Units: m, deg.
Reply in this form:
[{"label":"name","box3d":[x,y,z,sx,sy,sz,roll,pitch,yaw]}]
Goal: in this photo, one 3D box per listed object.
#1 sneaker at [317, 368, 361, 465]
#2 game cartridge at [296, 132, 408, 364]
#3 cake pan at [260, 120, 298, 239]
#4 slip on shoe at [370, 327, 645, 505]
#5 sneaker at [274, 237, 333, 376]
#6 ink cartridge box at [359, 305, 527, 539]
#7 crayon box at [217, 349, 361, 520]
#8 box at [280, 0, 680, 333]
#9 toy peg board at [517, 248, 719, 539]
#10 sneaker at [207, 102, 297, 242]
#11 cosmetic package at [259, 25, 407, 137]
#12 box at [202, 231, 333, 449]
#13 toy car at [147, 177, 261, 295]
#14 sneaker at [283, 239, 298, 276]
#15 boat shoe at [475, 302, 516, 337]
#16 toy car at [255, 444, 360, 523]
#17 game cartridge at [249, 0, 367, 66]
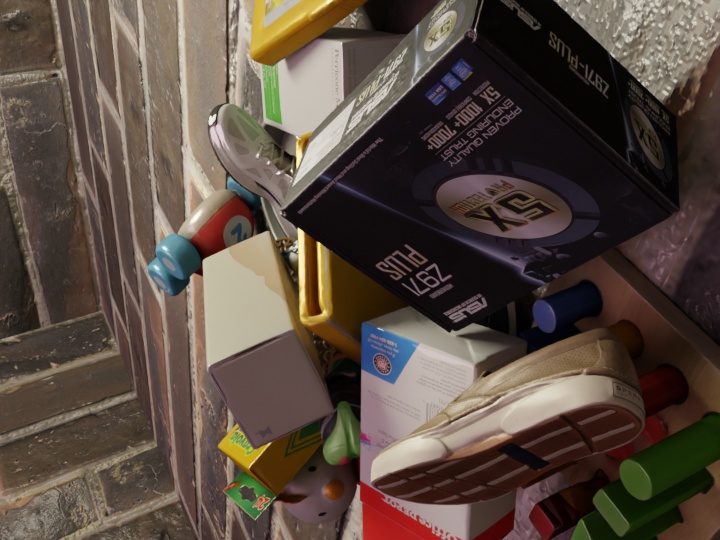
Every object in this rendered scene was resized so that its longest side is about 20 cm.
[{"label":"sneaker","box3d":[-0.006,0.137,0.725,0.200,0.075,0.085,108,151,-79]},{"label":"game cartridge","box3d":[0.000,0.000,0.684,0.200,0.032,0.179,47,-146,-57]},{"label":"cake pan","box3d":[-0.082,-0.104,0.979,0.200,0.036,0.203,41,139,48]},{"label":"slip on shoe","box3d":[0.086,0.098,0.485,0.199,0.075,0.061,-36,35,38]},{"label":"sneaker","box3d":[-0.069,0.071,0.842,0.090,0.066,0.203,95,165,-66]},{"label":"ink cartridge box","box3d":[0.061,0.142,0.593,0.115,0.067,0.204,17,113,43]},{"label":"crayon box","box3d":[-0.086,0.177,0.862,0.051,0.200,0.126,48,159,-18]},{"label":"box","box3d":[0.070,-0.066,0.483,0.199,0.163,0.087,-34,29,45]},{"label":"toy peg board","box3d":[0.163,0.115,0.542,0.200,0.097,0.202,53,147,36]},{"label":"sneaker","box3d":[-0.069,-0.114,0.816,0.114,0.076,0.201,-18,123,41]},{"label":"cosmetic package","box3d":[-0.028,-0.191,0.768,0.199,0.084,0.109,32,129,56]},{"label":"box","box3d":[-0.090,0.054,0.679,0.201,0.077,0.096,-116,2,-60]},{"label":"toy car","box3d":[-0.176,-0.008,1.114,0.200,0.185,0.177,44,153,-6]},{"label":"sneaker","box3d":[-0.009,0.020,0.783,0.200,0.074,0.087,39,-158,-60]},{"label":"boat shoe","box3d":[0.094,0.085,0.689,0.076,0.061,0.202,-94,9,-45]},{"label":"toy car","box3d":[-0.020,0.236,0.863,0.176,0.197,0.187,-3,103,63]},{"label":"game cartridge","box3d":[-0.039,-0.303,0.685,0.199,0.032,0.180,-10,73,57]}]
